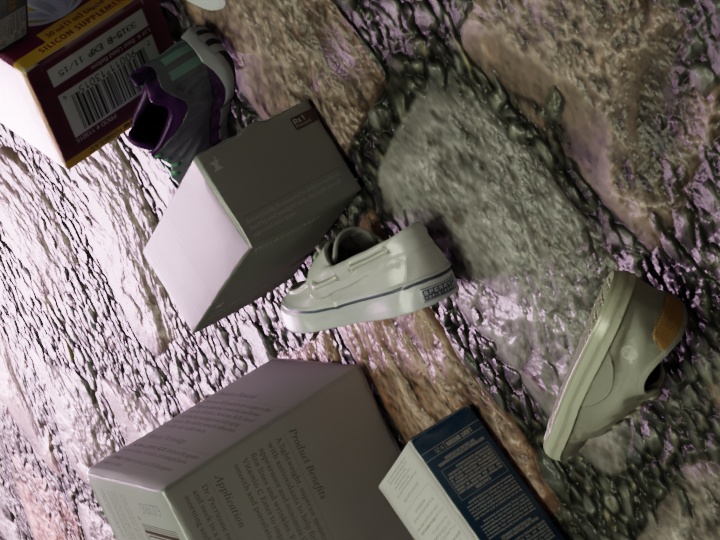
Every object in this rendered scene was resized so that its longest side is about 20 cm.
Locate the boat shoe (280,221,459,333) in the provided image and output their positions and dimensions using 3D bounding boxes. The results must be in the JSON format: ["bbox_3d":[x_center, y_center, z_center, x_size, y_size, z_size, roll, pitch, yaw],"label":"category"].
[{"bbox_3d":[0.000,0.000,1.520,0.199,0.073,0.066,-13,101,54],"label":"boat shoe"}]

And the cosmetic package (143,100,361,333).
[{"bbox_3d":[-0.085,-0.038,1.588,0.091,0.106,0.200,58,157,6],"label":"cosmetic package"}]

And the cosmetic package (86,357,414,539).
[{"bbox_3d":[-0.081,0.190,1.704,0.165,0.199,0.166,0,117,61],"label":"cosmetic package"}]

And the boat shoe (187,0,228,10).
[{"bbox_3d":[-0.151,-0.276,1.511,0.200,0.068,0.072,47,153,-22],"label":"boat shoe"}]

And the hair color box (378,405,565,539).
[{"bbox_3d":[0.102,0.209,1.542,0.201,0.060,0.100,55,155,14],"label":"hair color box"}]

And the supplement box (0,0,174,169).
[{"bbox_3d":[-0.251,-0.186,1.706,0.200,0.131,0.104,32,151,45],"label":"supplement box"}]

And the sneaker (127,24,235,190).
[{"bbox_3d":[-0.149,-0.102,1.660,0.074,0.087,0.201,44,150,32],"label":"sneaker"}]

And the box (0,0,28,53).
[{"bbox_3d":[-0.309,-0.268,1.544,0.159,0.048,0.200,50,158,18],"label":"box"}]

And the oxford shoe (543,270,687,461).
[{"bbox_3d":[0.155,0.068,1.297,0.057,0.076,0.200,19,149,2],"label":"oxford shoe"}]
